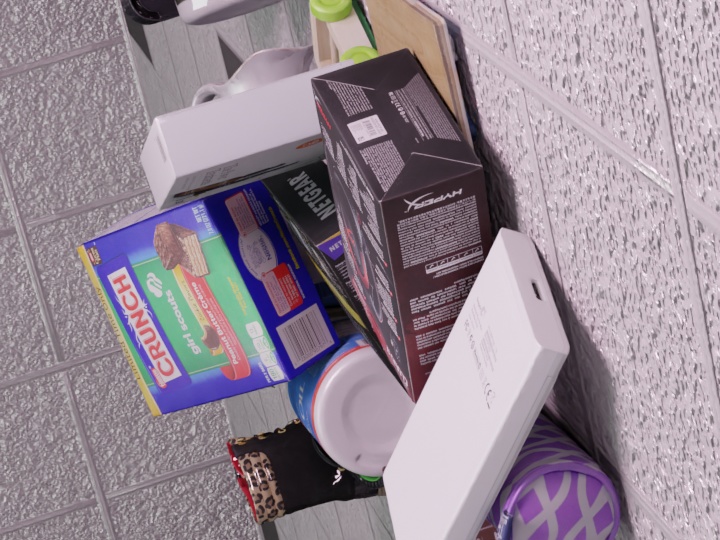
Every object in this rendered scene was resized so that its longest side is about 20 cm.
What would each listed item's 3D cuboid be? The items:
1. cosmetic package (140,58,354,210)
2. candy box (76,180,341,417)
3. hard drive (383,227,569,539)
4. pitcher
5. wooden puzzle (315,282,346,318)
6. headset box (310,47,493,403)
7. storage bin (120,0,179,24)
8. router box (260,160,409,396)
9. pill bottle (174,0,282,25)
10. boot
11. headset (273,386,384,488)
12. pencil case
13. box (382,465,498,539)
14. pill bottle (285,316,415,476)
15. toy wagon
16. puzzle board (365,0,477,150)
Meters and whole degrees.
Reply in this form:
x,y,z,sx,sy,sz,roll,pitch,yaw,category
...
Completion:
x,y,z,sx,sy,sz,roll,pitch,yaw,category
-0.082,-0.099,1.683,0.200,0.150,0.052,149,101,-80,cosmetic package
-0.133,0.021,1.917,0.199,0.077,0.170,-17,101,50,candy box
0.069,0.091,1.409,0.132,0.026,0.201,-103,32,-56,hard drive
-0.080,-0.082,1.974,0.171,0.121,0.202,-15,87,54,pitcher
-0.072,-0.011,2.066,0.046,0.185,0.201,-25,77,41,wooden puzzle
0.035,-0.022,1.515,0.149,0.075,0.201,-118,13,-49,headset box
-0.173,-0.337,2.068,0.094,0.134,0.201,-165,58,-79,storage bin
0.000,0.000,1.784,0.158,0.052,0.200,58,177,-23,router box
-0.127,-0.318,1.907,0.112,0.112,0.201,171,82,-81,pill bottle
-0.061,0.158,2.255,0.073,0.150,0.201,88,162,-58,boot
-0.027,0.133,2.162,0.200,0.093,0.124,41,141,48,headset
0.102,0.135,1.459,0.200,0.083,0.086,-130,40,-70,pencil case
0.083,0.216,1.768,0.200,0.074,0.101,-145,39,-72,box
-0.004,0.102,1.948,0.200,0.111,0.113,-143,37,-75,pill bottle
0.003,-0.119,1.731,0.156,0.039,0.201,85,164,-54,toy wagon
0.046,-0.121,1.547,0.200,0.017,0.152,-128,22,-67,puzzle board
